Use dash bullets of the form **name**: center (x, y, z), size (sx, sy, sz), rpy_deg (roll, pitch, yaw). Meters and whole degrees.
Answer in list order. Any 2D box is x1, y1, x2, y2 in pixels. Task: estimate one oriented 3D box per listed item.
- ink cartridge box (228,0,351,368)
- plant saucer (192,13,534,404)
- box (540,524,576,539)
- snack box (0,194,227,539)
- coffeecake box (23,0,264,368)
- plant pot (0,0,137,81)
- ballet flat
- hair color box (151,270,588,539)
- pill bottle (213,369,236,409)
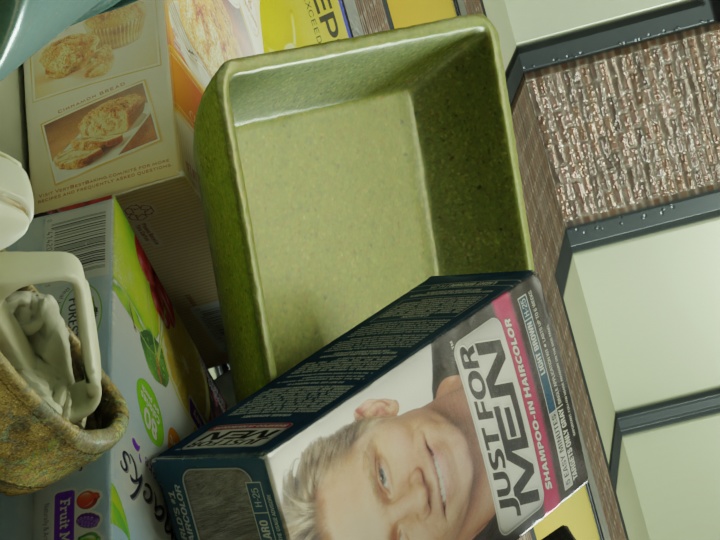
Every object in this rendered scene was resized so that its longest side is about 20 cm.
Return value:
- **ink cartridge box**: center (-0.027, -0.059, 1.489), size (0.200, 0.047, 0.199), rpy_deg (-30, 107, -52)
- **plant saucer**: center (0.000, 0.000, 1.201), size (0.199, 0.048, 0.201), rpy_deg (-16, 99, -52)
- **box**: center (0.027, 0.191, 1.186), size (0.044, 0.160, 0.200), rpy_deg (56, -11, 17)
- **snack box**: center (-0.094, 0.092, 1.092), size (0.143, 0.053, 0.201), rpy_deg (64, 16, -45)
- **coffeecake box**: center (-0.093, -0.077, 1.265), size (0.154, 0.073, 0.201), rpy_deg (58, 21, -56)
- **plant pot**: center (-0.138, -0.136, 0.824), size (0.196, 0.199, 0.201), rpy_deg (-64, 139, -63)
- **ballet flat**: center (-0.132, -0.002, 0.941), size (0.071, 0.070, 0.200), rpy_deg (-93, 165, -47)
- **hair color box**: center (0.010, 0.081, 1.116), size (0.200, 0.060, 0.101), rpy_deg (-32, 112, -49)
- **pill bottle**: center (-0.017, 0.106, 1.338), size (0.200, 0.106, 0.107), rpy_deg (36, 41, -74)
